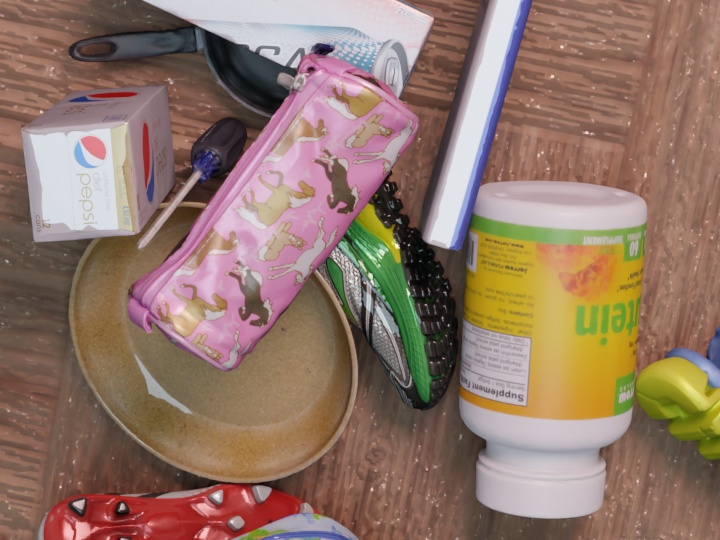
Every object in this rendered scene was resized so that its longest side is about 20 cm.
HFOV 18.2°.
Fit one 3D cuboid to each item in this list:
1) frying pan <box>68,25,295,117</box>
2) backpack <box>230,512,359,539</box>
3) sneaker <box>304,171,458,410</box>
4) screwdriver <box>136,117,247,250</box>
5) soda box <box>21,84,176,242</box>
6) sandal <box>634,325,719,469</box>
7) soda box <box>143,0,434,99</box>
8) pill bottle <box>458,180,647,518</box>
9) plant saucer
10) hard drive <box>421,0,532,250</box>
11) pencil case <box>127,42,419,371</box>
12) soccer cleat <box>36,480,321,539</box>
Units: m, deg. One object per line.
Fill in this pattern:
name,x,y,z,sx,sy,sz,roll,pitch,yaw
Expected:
frying pan,-0.076,-0.136,1.428,0.190,0.031,0.115,-27,96,9
backpack,-0.030,0.245,1.421,0.163,0.200,0.154,-20,70,6
sneaker,0.000,0.000,1.439,0.085,0.078,0.200,-24,97,21
screwdriver,-0.100,-0.052,1.362,0.029,0.200,0.028,0,113,8
soda box,-0.155,-0.068,1.358,0.064,0.200,0.068,-4,101,3
sandal,0.270,0.106,1.443,0.200,0.079,0.087,46,64,-17
soda box,-0.056,-0.168,1.378,0.200,0.064,0.068,25,99,-1
pill bottle,0.119,0.049,1.416,0.111,0.111,0.200,3,101,1
plant saucer,-0.090,0.041,1.433,0.200,0.035,0.201,10,119,18
hard drive,0.076,-0.121,1.374,0.025,0.132,0.200,15,101,-1
pencil case,-0.052,-0.034,1.321,0.086,0.083,0.200,35,97,-3
soccer cleat,-0.116,0.177,1.476,0.200,0.085,0.069,2,74,-21
